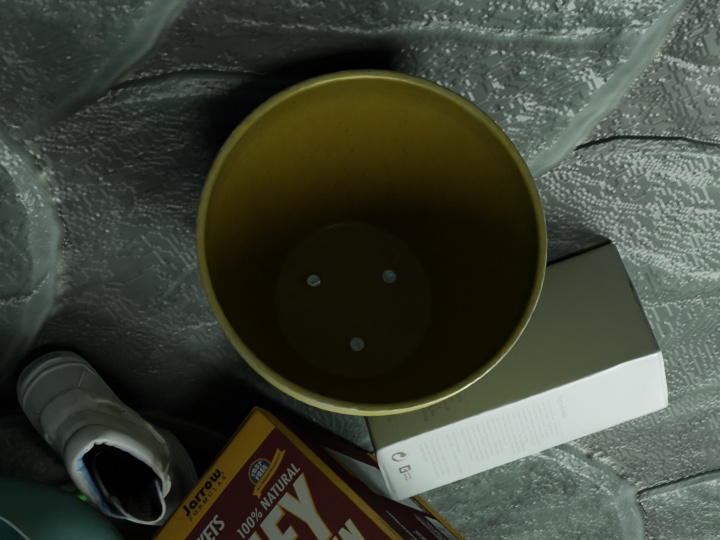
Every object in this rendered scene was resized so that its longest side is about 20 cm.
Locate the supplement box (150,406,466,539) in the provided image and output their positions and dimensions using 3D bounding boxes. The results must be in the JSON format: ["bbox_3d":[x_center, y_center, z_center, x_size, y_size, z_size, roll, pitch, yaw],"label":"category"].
[{"bbox_3d":[-0.005,0.219,1.375,0.133,0.197,0.200,-51,152,4],"label":"supplement box"}]

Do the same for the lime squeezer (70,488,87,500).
[{"bbox_3d":[-0.249,0.200,1.459,0.070,0.038,0.200,-19,154,-54],"label":"lime squeezer"}]

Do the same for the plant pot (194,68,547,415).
[{"bbox_3d":[0.000,0.000,1.215,0.199,0.201,0.142,-11,165,-9],"label":"plant pot"}]

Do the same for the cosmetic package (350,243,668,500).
[{"bbox_3d":[0.098,0.069,1.379,0.199,0.102,0.074,-18,141,1],"label":"cosmetic package"}]

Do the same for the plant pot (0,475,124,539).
[{"bbox_3d":[-0.216,0.214,1.302,0.200,0.200,0.135,-44,172,29],"label":"plant pot"}]

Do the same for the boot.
[{"bbox_3d":[-0.154,0.139,1.357,0.073,0.096,0.200,-38,139,2],"label":"boot"}]
